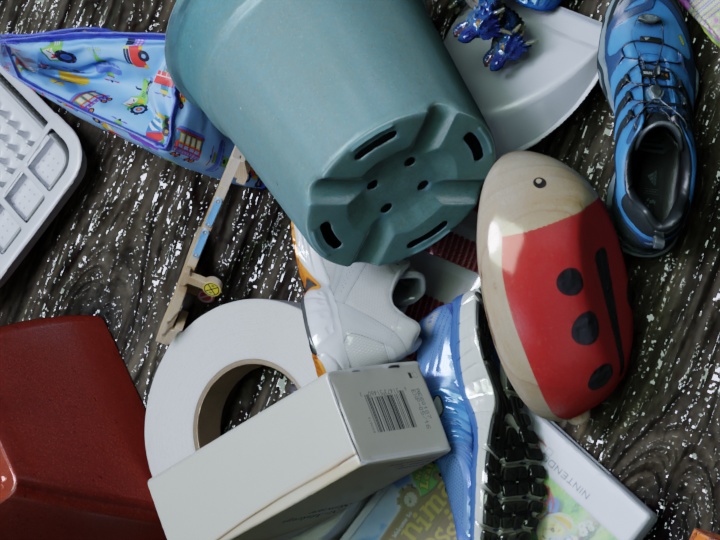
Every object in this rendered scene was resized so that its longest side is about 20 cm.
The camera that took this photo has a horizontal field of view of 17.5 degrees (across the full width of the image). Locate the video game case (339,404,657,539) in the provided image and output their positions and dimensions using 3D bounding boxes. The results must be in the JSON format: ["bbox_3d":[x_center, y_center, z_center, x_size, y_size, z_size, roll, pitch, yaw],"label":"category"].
[{"bbox_3d":[0.090,0.198,1.699,0.182,0.022,0.200,42,101,28],"label":"video game case"}]

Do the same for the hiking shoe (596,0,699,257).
[{"bbox_3d":[0.211,-0.111,1.646,0.074,0.087,0.201,-2,84,-8],"label":"hiking shoe"}]

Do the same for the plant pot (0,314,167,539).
[{"bbox_3d":[-0.286,0.155,1.822,0.200,0.176,0.200,-35,66,18],"label":"plant pot"}]

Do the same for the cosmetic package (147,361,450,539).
[{"bbox_3d":[-0.045,0.138,1.662,0.200,0.103,0.073,-34,71,38],"label":"cosmetic package"}]

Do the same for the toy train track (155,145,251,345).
[{"bbox_3d":[-0.113,-0.016,1.797,0.032,0.115,0.200,20,130,-6],"label":"toy train track"}]

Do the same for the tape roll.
[{"bbox_3d":[-0.073,0.121,1.781,0.202,0.037,0.204,-1,88,29],"label":"tape roll"}]

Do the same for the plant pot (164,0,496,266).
[{"bbox_3d":[-0.012,-0.121,1.655,0.200,0.200,0.196,-42,51,15],"label":"plant pot"}]

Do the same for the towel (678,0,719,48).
[{"bbox_3d":[0.258,-0.272,1.699,0.144,0.023,0.200,-43,64,14],"label":"towel"}]

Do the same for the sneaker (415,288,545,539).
[{"bbox_3d":[0.074,0.119,1.678,0.089,0.078,0.201,-19,65,34],"label":"sneaker"}]

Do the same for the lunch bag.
[{"bbox_3d":[-0.182,-0.136,1.836,0.199,0.150,0.095,12,86,29],"label":"lunch bag"}]

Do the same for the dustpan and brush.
[{"bbox_3d":[0.086,-0.111,1.726,0.139,0.057,0.200,27,68,41],"label":"dustpan and brush"}]

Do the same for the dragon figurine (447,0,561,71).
[{"bbox_3d":[0.122,-0.227,1.725,0.099,0.059,0.200,23,61,40],"label":"dragon figurine"}]

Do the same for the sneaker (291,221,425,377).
[{"bbox_3d":[0.000,0.000,1.725,0.092,0.076,0.201,-11,49,1],"label":"sneaker"}]

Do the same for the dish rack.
[{"bbox_3d":[-0.321,-0.087,1.964,0.200,0.043,0.172,44,103,27],"label":"dish rack"}]

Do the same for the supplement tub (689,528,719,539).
[{"bbox_3d":[0.232,0.281,1.549,0.122,0.122,0.201,21,91,30],"label":"supplement tub"}]

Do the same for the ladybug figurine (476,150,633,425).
[{"bbox_3d":[0.141,0.013,1.632,0.072,0.136,0.201,-4,110,34],"label":"ladybug figurine"}]

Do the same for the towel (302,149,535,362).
[{"bbox_3d":[0.041,-0.017,1.768,0.144,0.023,0.201,23,93,29],"label":"towel"}]
